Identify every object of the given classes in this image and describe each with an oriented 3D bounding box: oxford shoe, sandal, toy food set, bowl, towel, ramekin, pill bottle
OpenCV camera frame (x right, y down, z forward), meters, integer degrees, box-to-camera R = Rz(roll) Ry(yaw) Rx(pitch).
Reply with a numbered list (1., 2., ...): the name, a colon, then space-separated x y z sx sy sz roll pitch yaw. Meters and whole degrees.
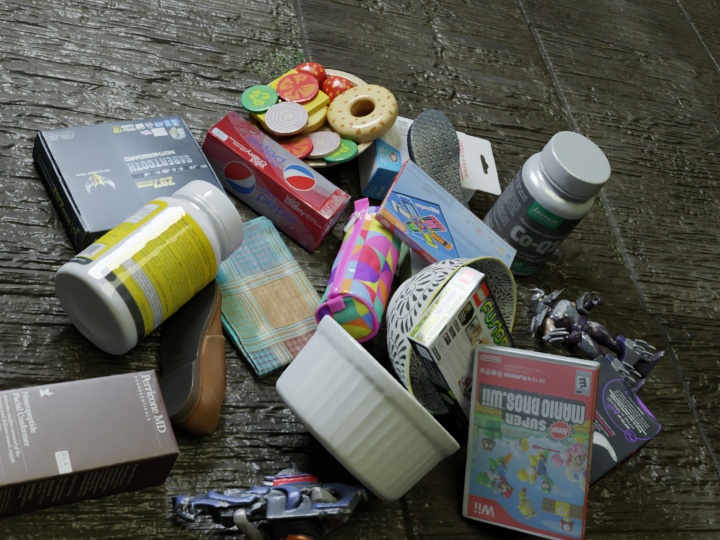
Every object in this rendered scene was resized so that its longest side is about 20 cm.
1. oxford shoe: -0.179 0.096 1.076 0.071 0.071 0.201 44 34 -37
2. sandal: 0.105 -0.124 1.333 0.075 0.043 0.202 -6 79 -22
3. toy food set: -0.063 -0.219 1.352 0.197 0.049 0.200 -37 61 -23
4. bowl: 0.092 0.064 1.172 0.094 0.203 0.200 24 35 39
5. towel: -0.121 0.027 1.182 0.146 0.022 0.201 -20 66 -38
6. ramekin: 0.002 0.151 1.029 0.098 0.201 0.200 -45 80 -5
7. pill bottle: 0.258 -0.094 1.364 0.112 0.201 0.114 15 48 -17
8. pill bottle: -0.228 -0.009 1.072 0.114 0.115 0.200 41 54 8

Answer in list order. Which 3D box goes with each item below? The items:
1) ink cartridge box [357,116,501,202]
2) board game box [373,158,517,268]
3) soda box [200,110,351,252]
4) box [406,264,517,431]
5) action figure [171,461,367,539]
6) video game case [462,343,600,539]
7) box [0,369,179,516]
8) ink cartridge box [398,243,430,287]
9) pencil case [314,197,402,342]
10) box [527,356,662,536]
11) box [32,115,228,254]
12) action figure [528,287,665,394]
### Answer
1. ink cartridge box: 0.098 -0.152 1.415 0.198 0.068 0.117 11 51 -20
2. board game box: 0.115 -0.046 1.270 0.199 0.019 0.103 39 54 -14
3. soda box: -0.116 -0.117 1.267 0.199 0.070 0.063 36 44 3
4. box: 0.129 0.098 1.129 0.035 0.201 0.110 25 66 39
5. action figure: -0.093 0.279 0.966 0.197 0.105 0.195 1 41 7
6. video game case: 0.187 0.191 1.072 0.142 0.203 0.017 7 8 29
7. box: -0.288 0.168 0.939 0.198 0.075 0.101 -5 56 -34
8. ink cartridge box: 0.123 0.047 1.284 0.144 0.048 0.201 15 46 -18
9. pencil case: 0.000 0.000 1.216 0.088 0.089 0.201 24 39 -9
10. box: 0.251 0.210 1.177 0.199 0.106 0.123 -21 64 -39
11. box: -0.279 -0.110 1.185 0.199 0.051 0.159 -14 63 -36
12. action figure: 0.316 0.087 1.343 0.199 0.070 0.130 38 50 9
